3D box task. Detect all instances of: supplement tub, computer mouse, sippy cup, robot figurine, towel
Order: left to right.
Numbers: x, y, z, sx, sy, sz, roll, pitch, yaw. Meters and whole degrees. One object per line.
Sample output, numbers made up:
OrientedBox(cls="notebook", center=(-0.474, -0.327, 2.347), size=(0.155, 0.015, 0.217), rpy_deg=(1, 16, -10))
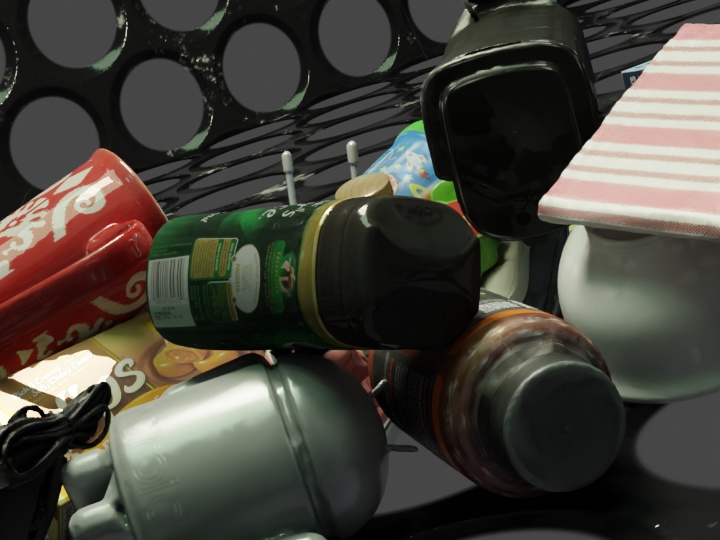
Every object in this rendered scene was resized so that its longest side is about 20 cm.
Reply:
OrientedBox(cls="computer mouse", center=(-0.218, 0.161, 0.881), size=(0.200, 0.053, 0.138), rpy_deg=(-52, -9, 19))
OrientedBox(cls="robot figurine", center=(-0.069, 0.117, 0.858), size=(0.199, 0.113, 0.170), rpy_deg=(-20, 46, -5))
OrientedBox(cls="sippy cup", center=(0.044, -0.056, 1.438), size=(0.130, 0.178, 0.140), rpy_deg=(-36, 63, -25))
OrientedBox(cls="supplement tub", center=(0.079, 0.070, 0.867), size=(0.107, 0.107, 0.200), rpy_deg=(-21, 13, -12))
OrientedBox(cls="towel", center=(0.218, -0.088, 0.920), size=(0.146, 0.030, 0.200), rpy_deg=(9, 50, 48))

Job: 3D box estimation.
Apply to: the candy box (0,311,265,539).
OrientedBox(cls="candy box", center=(-0.163, 0.100, 1.069), size=(0.199, 0.055, 0.115), rpy_deg=(-27, 56, -31))

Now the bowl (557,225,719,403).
OrientedBox(cls="bowl", center=(0.203, -0.018, 0.949), size=(0.200, 0.091, 0.201), rpy_deg=(-26, 30, 16))

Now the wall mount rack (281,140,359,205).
OrientedBox(cls="wall mount rack", center=(-0.052, -0.026, 1.394), size=(0.200, 0.074, 0.174), rpy_deg=(-1, 59, 55))

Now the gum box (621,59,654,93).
OrientedBox(cls="gum box", center=(0.286, -0.074, 1.036), size=(0.044, 0.171, 0.200), rpy_deg=(-22, 13, -35))

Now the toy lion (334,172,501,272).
OrientedBox(cls="toy lion", center=(0.000, 0.000, 1.123), size=(0.199, 0.069, 0.192), rpy_deg=(-29, 25, -14))

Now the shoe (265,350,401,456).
OrientedBox(cls="shoe", center=(-0.011, 0.073, 1.015), size=(0.071, 0.091, 0.200), rpy_deg=(-15, 13, 14))

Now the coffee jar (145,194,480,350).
OrientedBox(cls="coffee jar", center=(-0.029, 0.004, 0.859), size=(0.104, 0.086, 0.199), rpy_deg=(4, -5, -44))

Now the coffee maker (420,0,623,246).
OrientedBox(cls="coffee maker", center=(0.103, -0.134, 1.080), size=(0.134, 0.192, 0.200), rpy_deg=(-35, 9, 16))

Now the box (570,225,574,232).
OrientedBox(cls="box", center=(0.247, -0.060, 1.358), size=(0.199, 0.037, 0.144), rpy_deg=(-19, 12, -9))

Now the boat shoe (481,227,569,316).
OrientedBox(cls="boat shoe", center=(0.126, 0.001, 1.119), size=(0.073, 0.062, 0.200), rpy_deg=(-26, 20, 30))

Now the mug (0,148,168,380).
OrientedBox(cls="mug", center=(-0.241, 0.007, 1.094), size=(0.200, 0.134, 0.178), rpy_deg=(-34, -16, -19))
